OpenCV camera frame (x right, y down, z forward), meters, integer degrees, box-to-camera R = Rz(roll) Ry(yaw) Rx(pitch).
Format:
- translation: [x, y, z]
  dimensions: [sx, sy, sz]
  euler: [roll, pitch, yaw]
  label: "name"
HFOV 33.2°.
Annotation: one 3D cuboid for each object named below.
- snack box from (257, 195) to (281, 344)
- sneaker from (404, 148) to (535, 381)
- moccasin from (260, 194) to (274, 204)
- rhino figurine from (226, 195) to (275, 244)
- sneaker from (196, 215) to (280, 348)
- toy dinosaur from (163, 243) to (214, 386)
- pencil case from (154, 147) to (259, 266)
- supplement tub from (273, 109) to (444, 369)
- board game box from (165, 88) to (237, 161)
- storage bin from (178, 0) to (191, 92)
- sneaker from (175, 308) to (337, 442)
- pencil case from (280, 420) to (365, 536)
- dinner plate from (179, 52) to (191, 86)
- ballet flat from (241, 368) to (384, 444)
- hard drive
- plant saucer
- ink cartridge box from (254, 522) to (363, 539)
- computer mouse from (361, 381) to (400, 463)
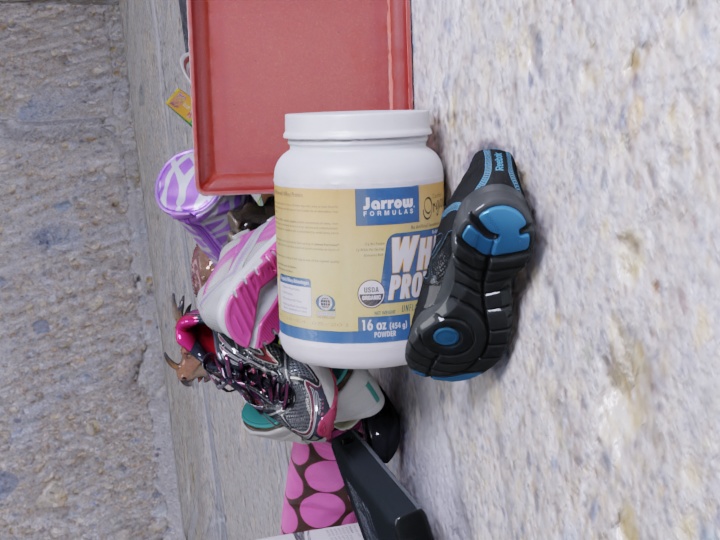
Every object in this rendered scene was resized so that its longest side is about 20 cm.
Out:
- translation: [-0.067, -0.009, 1.394]
  dimensions: [0.169, 0.067, 0.204]
  euler: [139, 127, -71]
  label: "snack box"
- translation: [0.083, 0.003, 0.891]
  dimensions: [0.083, 0.072, 0.202]
  euler: [-87, 12, -46]
  label: "sneaker"
- translation: [-0.047, -0.047, 1.260]
  dimensions: [0.203, 0.073, 0.078]
  euler: [65, 148, 27]
  label: "moccasin"
- translation: [-0.059, 0.017, 1.184]
  dimensions: [0.060, 0.087, 0.202]
  euler: [9, 124, 64]
  label: "rhino figurine"
- translation: [-0.079, -0.014, 1.100]
  dimensions: [0.087, 0.200, 0.082]
  euler: [6, 128, 43]
  label: "sneaker"
- translation: [-0.164, 0.019, 1.382]
  dimensions: [0.086, 0.133, 0.203]
  euler: [117, 145, -64]
  label: "toy dinosaur"
- translation: [-0.138, -0.039, 1.228]
  dimensions: [0.201, 0.083, 0.087]
  euler: [58, -140, -53]
  label: "pencil case"
- translation: [0.000, -0.030, 1.011]
  dimensions: [0.145, 0.142, 0.204]
  euler: [-153, 60, -72]
  label: "supplement tub"
- translation: [-0.138, -0.132, 1.197]
  dimensions: [0.030, 0.095, 0.200]
  euler: [-48, 22, 2]
  label: "board game box"
- translation: [-0.145, -0.301, 1.475]
  dimensions: [0.094, 0.133, 0.203]
  euler: [116, 146, -61]
  label: "storage bin"
- translation: [-0.096, 0.098, 1.120]
  dimensions: [0.199, 0.074, 0.082]
  euler: [32, 116, 38]
  label: "sneaker"
- translation: [-0.032, 0.226, 1.300]
  dimensions: [0.091, 0.093, 0.202]
  euler: [-44, -30, -47]
  label: "pencil case"
- translation: [-0.112, -0.169, 1.302]
  dimensions: [0.024, 0.198, 0.201]
  euler: [-56, 31, 19]
  label: "dinner plate"
- translation: [-0.047, 0.138, 1.182]
  dimensions: [0.199, 0.069, 0.071]
  euler: [-26, 68, 50]
  label: "ballet flat"
- translation: [0.031, 0.242, 1.100]
  dimensions: [0.200, 0.032, 0.141]
  euler: [-143, 33, -70]
  label: "hard drive"
- translation: [-0.053, -0.172, 1.080]
  dimensions: [0.037, 0.196, 0.203]
  euler: [-136, 44, -81]
  label: "plant saucer"
- translation: [-0.066, 0.354, 1.240]
  dimensions: [0.083, 0.197, 0.149]
  euler: [-134, 42, -61]
  label: "ink cartridge box"
- translation: [0.009, 0.111, 1.223]
  dimensions: [0.059, 0.033, 0.202]
  euler: [86, 171, -46]
  label: "computer mouse"
